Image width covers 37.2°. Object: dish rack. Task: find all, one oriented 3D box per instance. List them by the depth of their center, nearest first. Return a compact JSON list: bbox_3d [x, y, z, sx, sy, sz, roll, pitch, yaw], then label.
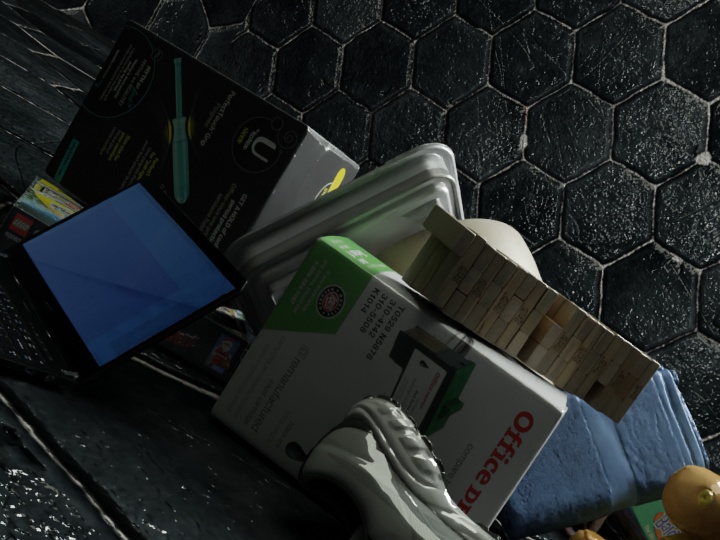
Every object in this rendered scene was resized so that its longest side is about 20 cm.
[{"bbox_3d":[0.000,0.000,0.841,0.044,0.197,0.172,61,-5,32],"label":"dish rack"}]

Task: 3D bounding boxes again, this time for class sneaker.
[{"bbox_3d":[0.039,0.173,0.627,0.201,0.079,0.074,49,-29,17],"label":"sneaker"}]

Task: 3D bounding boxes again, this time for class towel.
[{"bbox_3d":[0.199,0.158,0.932,0.049,0.196,0.114,117,-42,-68],"label":"towel"}]

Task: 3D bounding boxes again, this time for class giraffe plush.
[{"bbox_3d":[0.277,0.234,0.863,0.198,0.164,0.173,29,8,-26],"label":"giraffe plush"}]

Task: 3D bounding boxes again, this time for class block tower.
[{"bbox_3d":[0.116,0.034,0.737,0.199,0.058,0.054,34,4,-28],"label":"block tower"}]

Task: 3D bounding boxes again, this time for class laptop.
[{"bbox_3d":[-0.201,-0.021,0.652,0.199,0.104,0.177,27,9,-42],"label":"laptop"}]

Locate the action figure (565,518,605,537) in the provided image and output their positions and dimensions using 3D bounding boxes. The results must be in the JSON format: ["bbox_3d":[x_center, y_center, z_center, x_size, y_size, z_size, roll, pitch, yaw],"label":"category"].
[{"bbox_3d":[0.165,0.148,1.065,0.148,0.135,0.200,30,10,-29],"label":"action figure"}]

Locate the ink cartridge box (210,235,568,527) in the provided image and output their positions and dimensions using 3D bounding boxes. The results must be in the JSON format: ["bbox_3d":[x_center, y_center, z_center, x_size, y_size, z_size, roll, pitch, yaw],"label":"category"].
[{"bbox_3d":[0.023,0.093,0.727,0.198,0.147,0.084,34,7,11],"label":"ink cartridge box"}]

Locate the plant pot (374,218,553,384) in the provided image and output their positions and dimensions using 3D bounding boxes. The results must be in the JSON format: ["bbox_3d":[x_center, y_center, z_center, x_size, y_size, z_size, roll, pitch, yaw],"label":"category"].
[{"bbox_3d":[0.076,0.079,0.841,0.199,0.200,0.136,24,31,-52],"label":"plant pot"}]

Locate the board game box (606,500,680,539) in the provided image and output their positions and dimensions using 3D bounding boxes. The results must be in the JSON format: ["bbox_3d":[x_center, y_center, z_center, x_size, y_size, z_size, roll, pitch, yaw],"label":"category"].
[{"bbox_3d":[0.279,0.234,1.111,0.154,0.045,0.200,61,-2,-20],"label":"board game box"}]

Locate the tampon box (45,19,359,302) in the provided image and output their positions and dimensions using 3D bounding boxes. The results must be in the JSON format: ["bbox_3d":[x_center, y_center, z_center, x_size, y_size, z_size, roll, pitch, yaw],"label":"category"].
[{"bbox_3d":[-0.131,-0.084,0.903,0.198,0.151,0.126,33,2,22],"label":"tampon box"}]

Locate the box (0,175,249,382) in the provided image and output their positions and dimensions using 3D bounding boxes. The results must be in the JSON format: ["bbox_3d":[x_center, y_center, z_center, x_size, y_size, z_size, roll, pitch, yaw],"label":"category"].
[{"bbox_3d":[-0.183,0.003,0.838,0.198,0.038,0.137,32,7,-15],"label":"box"}]
